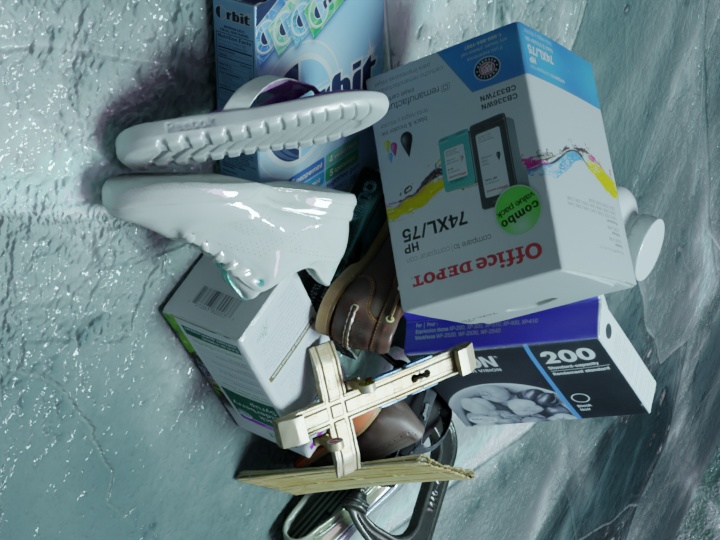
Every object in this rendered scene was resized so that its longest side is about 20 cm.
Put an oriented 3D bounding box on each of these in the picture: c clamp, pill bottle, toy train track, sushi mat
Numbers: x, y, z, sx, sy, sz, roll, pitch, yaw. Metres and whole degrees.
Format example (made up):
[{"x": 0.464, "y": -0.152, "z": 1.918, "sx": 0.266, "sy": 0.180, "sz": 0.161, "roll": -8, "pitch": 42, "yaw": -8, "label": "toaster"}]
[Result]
[{"x": 0.030, "y": 0.186, "z": 1.248, "sx": 0.171, "sy": 0.027, "sz": 0.200, "roll": 32, "pitch": 60, "yaw": -35, "label": "c clamp"}, {"x": 0.221, "y": -0.053, "z": 1.335, "sx": 0.111, "sy": 0.200, "sz": 0.111, "roll": -40, "pitch": 141, "yaw": -43, "label": "pill bottle"}, {"x": 0.021, "y": 0.104, "z": 1.029, "sx": 0.200, "sy": 0.033, "sz": 0.115, "roll": -20, "pitch": 105, "yaw": -30, "label": "toy train track"}, {"x": -0.004, "y": 0.185, "z": 1.114, "sx": 0.096, "sy": 0.200, "sz": 0.012, "roll": 29, "pitch": 56, "yaw": -51, "label": "sushi mat"}]

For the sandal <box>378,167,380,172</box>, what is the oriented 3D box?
[{"x": 0.081, "y": -0.089, "z": 1.186, "sx": 0.201, "sy": 0.080, "sz": 0.057, "roll": 45, "pitch": 30, "yaw": -38, "label": "sandal"}]

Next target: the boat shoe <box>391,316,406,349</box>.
[{"x": 0.075, "y": 0.014, "z": 1.186, "sx": 0.200, "sy": 0.062, "sz": 0.075, "roll": -59, "pitch": 179, "yaw": 40, "label": "boat shoe"}]

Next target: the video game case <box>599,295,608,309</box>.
[{"x": 0.174, "y": -0.033, "z": 1.218, "sx": 0.023, "sy": 0.182, "sz": 0.200, "roll": -15, "pitch": 85, "yaw": -14, "label": "video game case"}]

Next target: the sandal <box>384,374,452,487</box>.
[{"x": 0.071, "y": 0.134, "z": 1.233, "sx": 0.200, "sy": 0.043, "sz": 0.076, "roll": -50, "pitch": 135, "yaw": -37, "label": "sandal"}]

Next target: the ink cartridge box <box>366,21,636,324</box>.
[{"x": 0.115, "y": -0.070, "z": 1.009, "sx": 0.146, "sy": 0.147, "sz": 0.200, "roll": 10, "pitch": 67, "yaw": -56, "label": "ink cartridge box"}]

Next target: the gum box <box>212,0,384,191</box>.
[{"x": -0.045, "y": -0.144, "z": 0.978, "sx": 0.170, "sy": 0.045, "sz": 0.200, "roll": -38, "pitch": 140, "yaw": -44, "label": "gum box"}]

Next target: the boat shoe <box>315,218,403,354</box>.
[{"x": 0.034, "y": 0.006, "z": 1.055, "sx": 0.200, "sy": 0.070, "sz": 0.070, "roll": -53, "pitch": 155, "yaw": -47, "label": "boat shoe"}]

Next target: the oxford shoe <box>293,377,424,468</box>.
[{"x": -0.007, "y": 0.164, "z": 1.144, "sx": 0.071, "sy": 0.073, "sz": 0.200, "roll": -60, "pitch": -172, "yaw": -28, "label": "oxford shoe"}]

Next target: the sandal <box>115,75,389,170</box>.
[{"x": -0.073, "y": -0.114, "z": 0.867, "sx": 0.203, "sy": 0.082, "sz": 0.050, "roll": -12, "pitch": 83, "yaw": -23, "label": "sandal"}]

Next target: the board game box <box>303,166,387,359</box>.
[{"x": 0.000, "y": 0.000, "z": 1.123, "sx": 0.135, "sy": 0.028, "sz": 0.200, "roll": -64, "pitch": 165, "yaw": -9, "label": "board game box"}]

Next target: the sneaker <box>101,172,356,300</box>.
[{"x": -0.092, "y": -0.023, "z": 0.889, "sx": 0.200, "sy": 0.075, "sz": 0.089, "roll": 4, "pitch": 99, "yaw": -34, "label": "sneaker"}]

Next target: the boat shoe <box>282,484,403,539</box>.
[{"x": -0.006, "y": 0.216, "z": 1.261, "sx": 0.200, "sy": 0.072, "sz": 0.062, "roll": -52, "pitch": 154, "yaw": -23, "label": "boat shoe"}]

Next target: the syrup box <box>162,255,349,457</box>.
[{"x": -0.079, "y": 0.069, "z": 1.027, "sx": 0.081, "sy": 0.079, "sz": 0.200, "roll": -56, "pitch": 149, "yaw": -24, "label": "syrup box"}]

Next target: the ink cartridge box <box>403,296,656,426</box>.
[{"x": 0.148, "y": 0.078, "z": 1.151, "sx": 0.200, "sy": 0.198, "sz": 0.043, "roll": 50, "pitch": 43, "yaw": -42, "label": "ink cartridge box"}]
